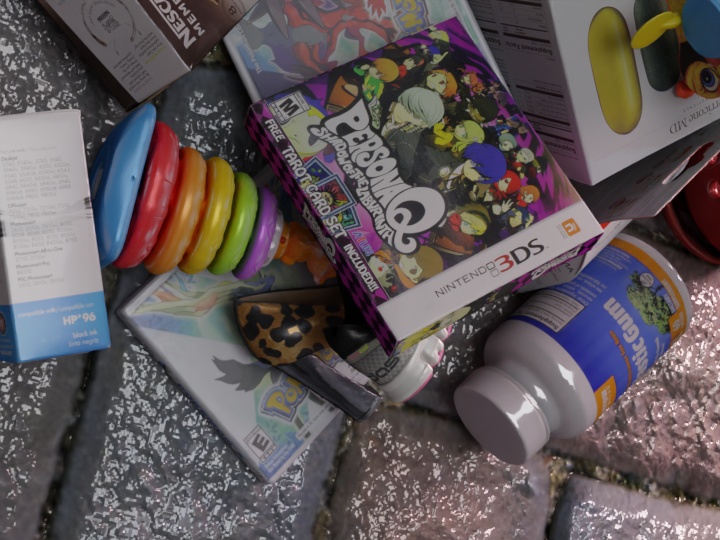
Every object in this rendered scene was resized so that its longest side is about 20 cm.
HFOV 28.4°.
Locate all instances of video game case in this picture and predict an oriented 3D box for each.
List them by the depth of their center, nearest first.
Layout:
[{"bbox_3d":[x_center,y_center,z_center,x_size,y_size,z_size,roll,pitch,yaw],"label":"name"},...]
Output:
[{"bbox_3d":[0.044,-0.064,1.001,0.180,0.036,0.201,-26,74,-22],"label":"video game case"},{"bbox_3d":[-0.003,-0.172,1.085,0.181,0.023,0.201,-26,93,4],"label":"video game case"},{"bbox_3d":[-0.062,0.032,1.110,0.200,0.022,0.183,-46,108,-21],"label":"video game case"}]

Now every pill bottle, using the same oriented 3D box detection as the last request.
[{"bbox_3d":[0.174,0.068,1.185,0.200,0.112,0.112,-40,106,-24],"label":"pill bottle"}]

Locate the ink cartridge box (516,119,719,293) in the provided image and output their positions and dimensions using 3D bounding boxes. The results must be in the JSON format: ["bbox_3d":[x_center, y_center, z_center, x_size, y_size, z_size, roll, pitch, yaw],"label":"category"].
[{"bbox_3d":[0.223,-0.056,1.157,0.160,0.200,0.047,-40,104,-29],"label":"ink cartridge box"}]

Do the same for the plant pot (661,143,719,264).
[{"bbox_3d":[0.375,-0.087,1.254,0.199,0.182,0.202,0,90,-31],"label":"plant pot"}]

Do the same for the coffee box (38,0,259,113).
[{"bbox_3d":[-0.177,-0.230,1.005,0.200,0.080,0.113,53,42,-16],"label":"coffee box"}]

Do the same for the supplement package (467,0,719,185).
[{"bbox_3d":[0.171,-0.198,1.098,0.151,0.150,0.201,-27,116,-20],"label":"supplement package"}]

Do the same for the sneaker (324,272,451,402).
[{"bbox_3d":[0.030,-0.011,1.031,0.087,0.074,0.201,26,73,-23],"label":"sneaker"}]

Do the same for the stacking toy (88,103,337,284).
[{"bbox_3d":[-0.097,-0.035,1.033,0.199,0.110,0.117,16,78,-20],"label":"stacking toy"}]

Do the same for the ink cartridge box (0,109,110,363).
[{"bbox_3d":[-0.230,-0.043,0.969,0.067,0.116,0.202,-9,93,-29],"label":"ink cartridge box"}]

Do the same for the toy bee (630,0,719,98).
[{"bbox_3d":[0.248,-0.166,1.015,0.130,0.109,0.202,-3,81,-21],"label":"toy bee"}]

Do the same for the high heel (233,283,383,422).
[{"bbox_3d":[0.000,0.000,1.087,0.142,0.071,0.201,36,82,-25],"label":"high heel"}]
